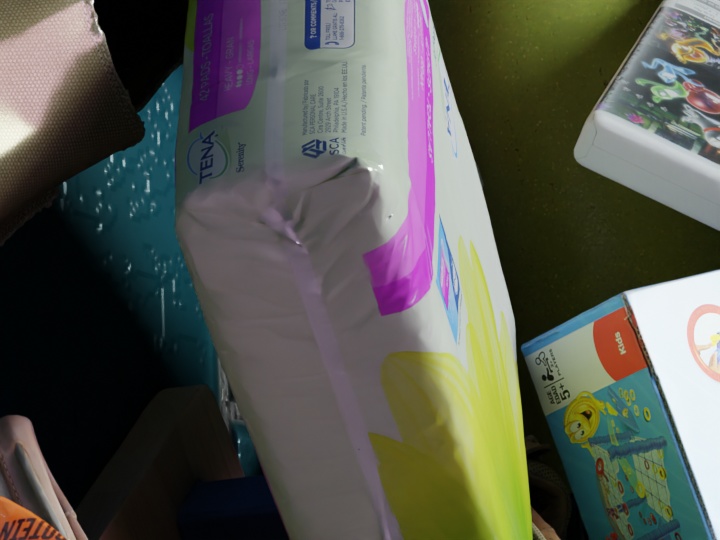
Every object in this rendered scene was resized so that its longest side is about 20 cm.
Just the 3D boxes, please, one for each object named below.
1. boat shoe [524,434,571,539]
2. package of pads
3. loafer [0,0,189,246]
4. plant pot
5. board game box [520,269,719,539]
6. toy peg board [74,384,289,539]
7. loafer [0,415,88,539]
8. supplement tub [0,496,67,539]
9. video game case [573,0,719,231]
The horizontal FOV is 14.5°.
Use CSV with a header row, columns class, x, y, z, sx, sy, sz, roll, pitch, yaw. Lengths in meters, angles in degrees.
class,x,y,z,sx,sy,sz,roll,pitch,yaw
boat shoe,0.036,0.090,0.959,0.200,0.074,0.076,-117,-173,-60
package of pads,0.000,0.000,0.834,0.155,0.068,0.201,-90,167,-50
loafer,-0.103,-0.052,0.791,0.076,0.067,0.200,68,28,-25
plant pot,0.094,-0.034,1.105,0.187,0.187,0.201,-24,92,-64
board game box,0.171,0.091,0.960,0.199,0.056,0.197,-11,77,-40
toy peg board,-0.024,0.167,0.869,0.199,0.097,0.201,-57,134,-54
loafer,-0.053,0.119,0.728,0.063,0.200,0.072,-39,162,-17
supplement tub,-0.098,0.135,0.607,0.200,0.122,0.123,99,3,-55
video game case,0.189,-0.040,1.001,0.182,0.199,0.023,-53,168,-57
